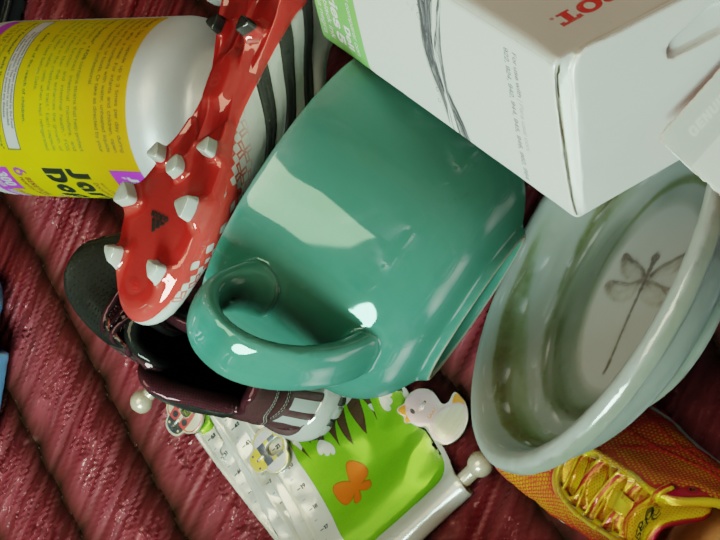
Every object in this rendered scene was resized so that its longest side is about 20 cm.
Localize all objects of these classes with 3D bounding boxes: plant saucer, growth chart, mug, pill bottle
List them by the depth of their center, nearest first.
[{"bbox_3d":[0.123,0.009,0.764,0.200,0.050,0.200,-56,16,26],"label":"plant saucer"},{"bbox_3d":[0.002,-0.001,0.808,0.114,0.152,0.185,34,75,7],"label":"mug"},{"bbox_3d":[-0.028,0.083,0.904,0.200,0.018,0.145,44,104,27],"label":"growth chart"},{"bbox_3d":[-0.130,-0.092,0.940,0.199,0.104,0.105,4,84,32],"label":"pill bottle"}]

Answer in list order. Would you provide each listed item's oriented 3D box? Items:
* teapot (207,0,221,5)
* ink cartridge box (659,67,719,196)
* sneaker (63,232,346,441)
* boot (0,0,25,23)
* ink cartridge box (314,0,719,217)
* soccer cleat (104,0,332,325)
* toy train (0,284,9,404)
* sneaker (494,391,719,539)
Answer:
[{"bbox_3d":[-0.019,-0.231,0.874,0.199,0.198,0.146,-1,43,9],"label":"teapot"},{"bbox_3d":[0.245,-0.041,0.672,0.200,0.057,0.163,42,87,7],"label":"ink cartridge box"},{"bbox_3d":[-0.107,0.024,0.880,0.200,0.115,0.076,24,94,30],"label":"sneaker"},{"bbox_3d":[-0.284,-0.192,1.011,0.076,0.168,0.201,-1,81,31],"label":"boot"},{"bbox_3d":[0.086,-0.128,0.726,0.145,0.084,0.200,-29,43,-18],"label":"ink cartridge box"},{"bbox_3d":[-0.059,-0.061,0.825,0.069,0.085,0.201,13,79,45],"label":"soccer cleat"},{"bbox_3d":[-0.308,0.040,1.041,0.199,0.087,0.115,13,95,32],"label":"toy train"},{"bbox_3d":[0.135,0.105,0.765,0.200,0.077,0.073,25,96,38],"label":"sneaker"}]
